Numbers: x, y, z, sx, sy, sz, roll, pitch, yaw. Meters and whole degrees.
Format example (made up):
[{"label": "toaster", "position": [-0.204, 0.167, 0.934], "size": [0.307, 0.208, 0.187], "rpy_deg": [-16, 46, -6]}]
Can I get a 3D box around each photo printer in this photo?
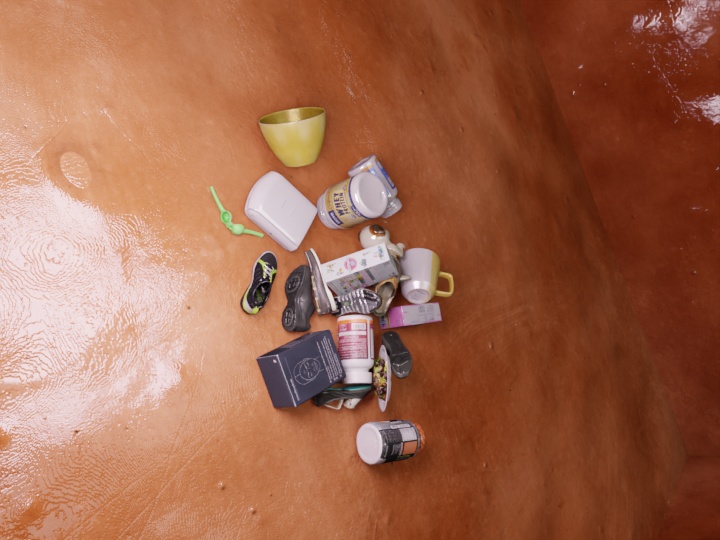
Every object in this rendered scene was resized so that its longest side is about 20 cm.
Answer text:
[{"label": "photo printer", "position": [-0.234, -0.178, 1.620], "size": [0.200, 0.069, 0.167], "rpy_deg": [43, 54, -26]}]

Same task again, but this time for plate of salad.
[{"label": "plate of salad", "position": [0.058, 0.328, 1.696], "size": [0.048, 0.200, 0.200], "rpy_deg": [3, 74, -7]}]

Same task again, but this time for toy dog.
[{"label": "toy dog", "position": [0.053, -0.051, 1.826], "size": [0.194, 0.140, 0.200], "rpy_deg": [-4, 80, -25]}]

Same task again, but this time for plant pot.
[{"label": "plant pot", "position": [-0.192, -0.392, 1.657], "size": [0.200, 0.200, 0.142], "rpy_deg": [-35, 128, -42]}]

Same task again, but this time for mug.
[{"label": "mug", "position": [0.214, 0.026, 1.877], "size": [0.150, 0.186, 0.153], "rpy_deg": [69, 19, -45]}]

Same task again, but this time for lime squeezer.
[{"label": "lime squeezer", "position": [-0.348, -0.144, 1.529], "size": [0.200, 0.038, 0.071], "rpy_deg": [45, 52, -24]}]

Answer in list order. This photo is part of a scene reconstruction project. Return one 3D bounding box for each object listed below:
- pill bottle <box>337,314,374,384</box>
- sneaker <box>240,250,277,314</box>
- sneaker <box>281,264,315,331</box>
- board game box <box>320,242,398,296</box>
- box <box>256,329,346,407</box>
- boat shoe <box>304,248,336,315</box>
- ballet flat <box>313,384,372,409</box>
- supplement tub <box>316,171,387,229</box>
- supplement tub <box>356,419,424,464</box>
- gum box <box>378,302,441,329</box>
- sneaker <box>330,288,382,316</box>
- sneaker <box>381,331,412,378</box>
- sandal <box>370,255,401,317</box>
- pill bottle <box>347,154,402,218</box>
[{"label": "pill bottle", "position": [-0.014, 0.241, 1.684], "size": [0.109, 0.109, 0.200], "rpy_deg": [11, 72, -41]}, {"label": "sneaker", "position": [-0.261, 0.034, 1.530], "size": [0.072, 0.083, 0.200], "rpy_deg": [33, 58, -32]}, {"label": "sneaker", "position": [-0.172, 0.083, 1.617], "size": [0.091, 0.076, 0.200], "rpy_deg": [20, 75, -45]}, {"label": "board game box", "position": [0.000, 0.000, 1.651], "size": [0.148, 0.200, 0.064], "rpy_deg": [55, 16, -66]}, {"label": "box", "position": [-0.161, 0.270, 1.543], "size": [0.200, 0.107, 0.149], "rpy_deg": [-22, 94, -44]}, {"label": "boat shoe", "position": [-0.132, 0.033, 1.658], "size": [0.060, 0.072, 0.201], "rpy_deg": [-20, 83, -6]}, {"label": "ballet flat", "position": [-0.053, 0.374, 1.649], "size": [0.200, 0.068, 0.069], "rpy_deg": [5, 86, -31]}, {"label": "supplement tub", "position": [-0.029, -0.211, 1.728], "size": [0.144, 0.200, 0.145], "rpy_deg": [13, 70, -40]}, {"label": "supplement tub", "position": [0.096, 0.521, 1.702], "size": [0.200, 0.122, 0.123], "rpy_deg": [9, 73, -41]}, {"label": "gum box", "position": [0.171, 0.152, 1.875], "size": [0.200, 0.113, 0.066], "rpy_deg": [-1, 80, -42]}, {"label": "sneaker", "position": [0.006, 0.089, 1.688], "size": [0.115, 0.200, 0.075], "rpy_deg": [-11, 92, -51]}, {"label": "sneaker", "position": [0.114, 0.292, 1.759], "size": [0.076, 0.199, 0.114], "rpy_deg": [-10, 121, -11]}, {"label": "sandal", "position": [0.080, 0.050, 1.726], "size": [0.080, 0.054, 0.200], "rpy_deg": [17, 86, -11]}, {"label": "pill bottle", "position": [0.055, -0.280, 1.886], "size": [0.200, 0.112, 0.112], "rpy_deg": [56, 49, -17]}]
